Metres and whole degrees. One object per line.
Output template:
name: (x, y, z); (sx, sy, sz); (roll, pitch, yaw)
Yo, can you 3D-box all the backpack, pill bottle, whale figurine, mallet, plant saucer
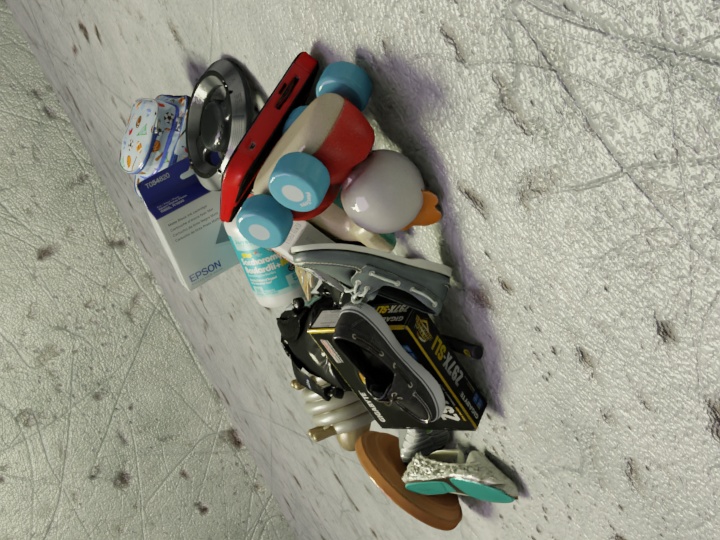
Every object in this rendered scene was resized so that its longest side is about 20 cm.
backpack: (-0.052, 0.104, 1.660); (0.200, 0.127, 0.167); (1, 109, 69)
pill bottle: (-0.150, -0.049, 1.714); (0.111, 0.111, 0.200); (26, 143, 60)
whale figurine: (-0.031, -0.098, 1.348); (0.200, 0.104, 0.159); (31, 175, 34)
backpack: (-0.317, -0.200, 1.789); (0.200, 0.154, 0.191); (22, 104, 64)
mallet: (0.098, 0.095, 1.387); (0.200, 0.041, 0.066); (26, 140, 55)
plant saucer: (0.079, 0.316, 1.633); (0.200, 0.032, 0.200); (36, -167, -10)

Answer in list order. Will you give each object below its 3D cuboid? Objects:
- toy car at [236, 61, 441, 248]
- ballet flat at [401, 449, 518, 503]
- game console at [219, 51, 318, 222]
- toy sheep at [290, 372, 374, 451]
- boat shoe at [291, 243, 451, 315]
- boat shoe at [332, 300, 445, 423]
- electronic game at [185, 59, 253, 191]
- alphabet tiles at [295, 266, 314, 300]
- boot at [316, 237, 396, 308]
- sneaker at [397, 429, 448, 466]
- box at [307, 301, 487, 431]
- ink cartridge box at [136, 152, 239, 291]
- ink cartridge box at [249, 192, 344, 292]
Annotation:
toy car: (-0.005, -0.093, 1.205); (0.200, 0.184, 0.177); (32, 142, -13)
ballet flat: (0.139, 0.280, 1.485); (0.200, 0.072, 0.072); (-6, 115, 45)
game console: (-0.119, -0.166, 1.332); (0.031, 0.200, 0.177); (32, 161, -3)
toy sheep: (-0.039, 0.206, 1.774); (0.138, 0.138, 0.200); (-4, 105, 71)
boat shoe: (0.013, 0.009, 1.226); (0.073, 0.200, 0.062); (173, 107, -65)
boat shoe: (0.031, 0.126, 1.277); (0.070, 0.066, 0.200); (-5, 130, 40)
electronic game: (-0.216, -0.221, 1.621); (0.200, 0.042, 0.200); (-4, 86, 57)
alphabet tiles: (-0.088, -0.055, 1.568); (0.200, 0.006, 0.167); (-121, 27, -67)
boot: (0.001, 0.000, 1.425); (0.198, 0.073, 0.163); (-56, 43, 50)
sneaker: (0.077, 0.200, 1.567); (0.200, 0.075, 0.116); (95, 151, -54)
box: (0.049, 0.126, 1.364); (0.160, 0.049, 0.200); (-6, 131, 38)
ink cartridge box: (-0.239, -0.096, 1.740); (0.041, 0.200, 0.200); (32, 148, 55)
ink cartridge box: (-0.096, -0.043, 1.400); (0.109, 0.050, 0.200); (37, 174, -38)
